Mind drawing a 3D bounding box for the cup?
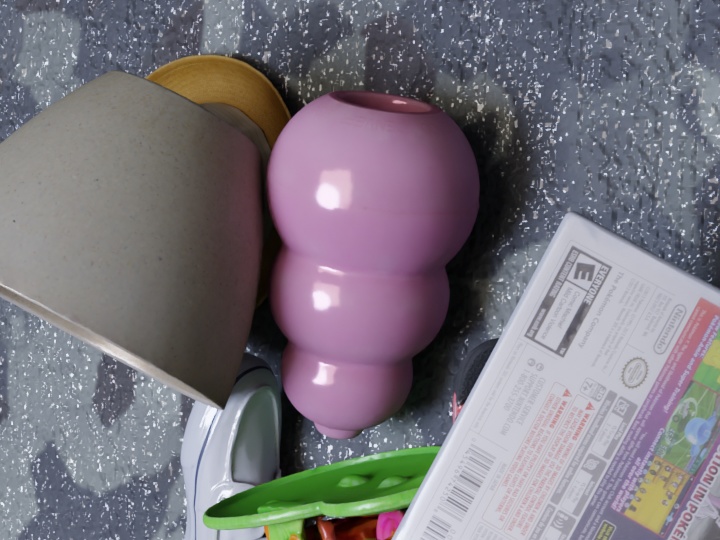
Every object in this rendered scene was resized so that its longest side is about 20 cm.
[{"bbox_3d":[-0.133,-0.028,1.076,0.200,0.200,0.144,22,79,38],"label":"cup"}]

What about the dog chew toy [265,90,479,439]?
[{"bbox_3d":[0.000,0.000,1.085,0.124,0.124,0.201,21,109,38],"label":"dog chew toy"}]

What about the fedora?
[{"bbox_3d":[-0.129,-0.051,1.212,0.200,0.082,0.201,-3,85,40],"label":"fedora"}]

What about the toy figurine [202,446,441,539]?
[{"bbox_3d":[0.015,0.206,1.049,0.200,0.150,0.185,-12,92,62],"label":"toy figurine"}]

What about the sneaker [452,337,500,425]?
[{"bbox_3d":[0.100,0.133,0.994,0.074,0.087,0.201,-24,87,-2],"label":"sneaker"}]

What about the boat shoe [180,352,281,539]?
[{"bbox_3d":[-0.069,0.152,1.167,0.067,0.073,0.201,24,116,37],"label":"boat shoe"}]

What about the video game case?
[{"bbox_3d":[0.135,0.100,0.918,0.182,0.023,0.200,29,94,16],"label":"video game case"}]
